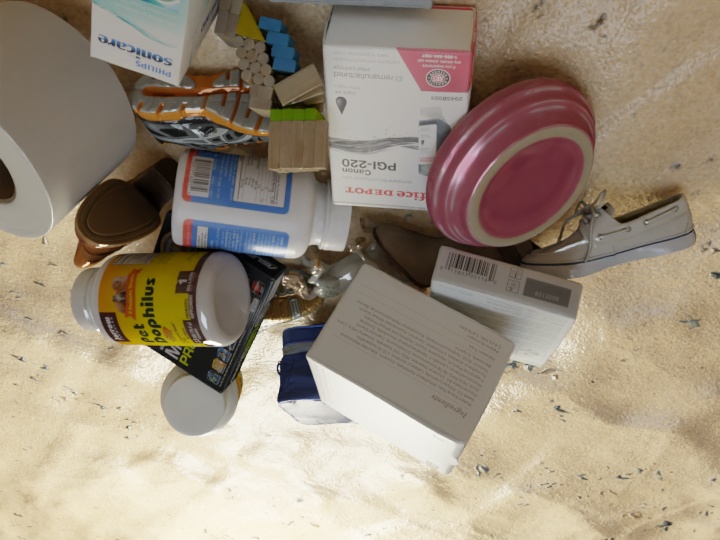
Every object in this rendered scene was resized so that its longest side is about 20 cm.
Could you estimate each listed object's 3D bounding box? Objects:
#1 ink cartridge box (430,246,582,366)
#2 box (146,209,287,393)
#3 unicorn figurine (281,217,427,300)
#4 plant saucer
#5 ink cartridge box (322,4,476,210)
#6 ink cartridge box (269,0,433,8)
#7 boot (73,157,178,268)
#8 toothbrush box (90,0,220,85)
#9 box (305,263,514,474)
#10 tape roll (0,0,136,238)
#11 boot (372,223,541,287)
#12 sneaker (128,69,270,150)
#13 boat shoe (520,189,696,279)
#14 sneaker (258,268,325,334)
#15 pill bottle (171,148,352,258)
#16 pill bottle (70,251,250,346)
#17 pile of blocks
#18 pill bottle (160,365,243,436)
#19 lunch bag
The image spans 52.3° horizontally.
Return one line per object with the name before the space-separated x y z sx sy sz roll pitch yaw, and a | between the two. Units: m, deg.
ink cartridge box | 0.162 0.050 0.877 0.158 0.048 0.200 15 160 9
box | -0.203 0.039 0.947 0.159 0.044 0.201 31 118 4
unicorn figurine | 0.000 0.000 0.953 0.197 0.075 0.138 -4 144 18
plant saucer | 0.164 -0.097 0.759 0.198 0.051 0.202 -18 140 -16
ink cartridge box | 0.040 -0.162 0.758 0.144 0.085 0.201 4 139 6
ink cartridge box | -0.018 -0.280 0.593 0.158 0.048 0.200 5 173 6
boot | -0.297 -0.047 0.862 0.154 0.200 0.074 -33 101 28
toothbrush box | -0.159 -0.286 0.617 0.084 0.148 0.201 17 138 -7
box | 0.057 0.124 0.875 0.198 0.131 0.199 28 160 13
tape roll | -0.356 -0.154 0.763 0.201 0.140 0.204 21 141 18
boot | 0.133 -0.029 0.905 0.199 0.071 0.146 36 125 -27
sneaker | -0.149 -0.168 0.803 0.197 0.079 0.078 9 150 8
boat shoe | 0.276 -0.050 0.835 0.199 0.075 0.087 -13 104 8
sneaker | -0.140 0.050 1.044 0.198 0.077 0.088 -13 164 11
pill bottle | -0.113 -0.074 0.854 0.197 0.113 0.113 8 138 -10
pill bottle | -0.239 0.034 0.870 0.198 0.110 0.110 -1 137 20
pile of blocks | -0.078 -0.187 0.732 0.081 0.062 0.202 -23 88 9
pill bottle | -0.233 0.180 1.083 0.111 0.114 0.200 15 179 -6
lunch bag | -0.029 0.144 1.067 0.197 0.134 0.136 -3 153 14
